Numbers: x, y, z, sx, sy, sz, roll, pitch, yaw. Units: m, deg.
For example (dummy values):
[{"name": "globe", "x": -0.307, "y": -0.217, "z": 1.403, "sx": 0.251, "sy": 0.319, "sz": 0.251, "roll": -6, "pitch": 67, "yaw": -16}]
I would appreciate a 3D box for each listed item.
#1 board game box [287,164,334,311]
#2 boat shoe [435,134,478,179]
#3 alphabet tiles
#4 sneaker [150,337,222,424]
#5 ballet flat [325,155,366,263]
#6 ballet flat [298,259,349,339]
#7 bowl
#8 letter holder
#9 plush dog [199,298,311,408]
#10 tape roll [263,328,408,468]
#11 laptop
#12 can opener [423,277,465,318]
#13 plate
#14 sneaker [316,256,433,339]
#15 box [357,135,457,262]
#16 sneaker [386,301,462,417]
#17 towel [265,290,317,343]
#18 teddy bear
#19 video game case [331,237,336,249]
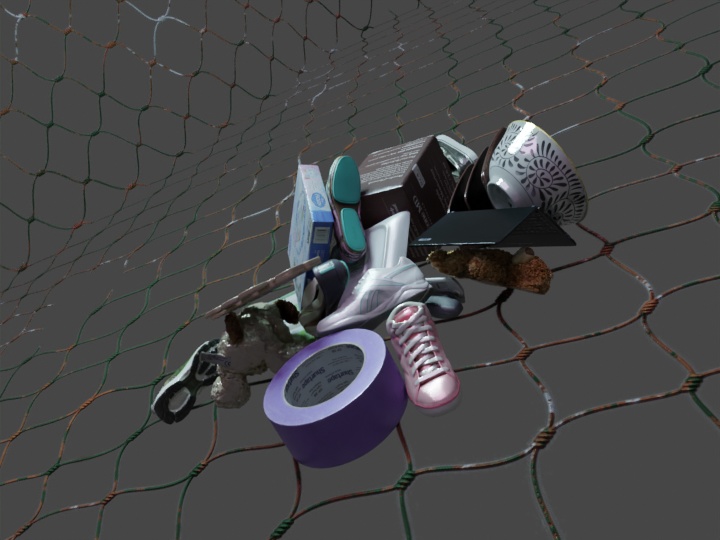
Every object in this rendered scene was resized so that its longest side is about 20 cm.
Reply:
[{"name": "board game box", "x": -0.095, "y": -0.059, "z": 1.347, "sx": 0.043, "sy": 0.202, "sz": 0.200, "roll": 1, "pitch": 36, "yaw": -15}, {"name": "boat shoe", "x": 0.196, "y": -0.256, "z": 1.651, "sx": 0.063, "sy": 0.071, "sz": 0.200, "roll": -31, "pitch": 27, "yaw": -9}, {"name": "alphabet tiles", "x": -0.156, "y": 0.031, "z": 1.189, "sx": 0.199, "sy": 0.015, "sz": 0.195, "roll": -28, "pitch": -1, "yaw": 32}, {"name": "sneaker", "x": -0.316, "y": 0.196, "z": 1.336, "sx": 0.088, "sy": 0.077, "sz": 0.200, "roll": -12, "pitch": 27, "yaw": 49}, {"name": "ballet flat", "x": -0.032, "y": -0.106, "z": 1.307, "sx": 0.068, "sy": 0.203, "sz": 0.071, "roll": 4, "pitch": -25, "yaw": -29}, {"name": "ballet flat", "x": -0.069, "y": 0.060, "z": 1.200, "sx": 0.072, "sy": 0.201, "sz": 0.074, "roll": 7, "pitch": 47, "yaw": -8}, {"name": "bowl", "x": 0.272, "y": -0.136, "z": 1.201, "sx": 0.094, "sy": 0.202, "sz": 0.201, "roll": -36, "pitch": 26, "yaw": -9}, {"name": "letter holder", "x": 0.228, "y": -0.159, "z": 1.351, "sx": 0.099, "sy": 0.143, "sz": 0.201, "roll": -11, "pitch": 30, "yaw": 31}, {"name": "plush dog", "x": -0.186, "y": 0.117, "z": 1.249, "sx": 0.198, "sy": 0.162, "sz": 0.172, "roll": -27, "pitch": 19, "yaw": 5}, {"name": "tape roll", "x": -0.035, "y": 0.181, "z": 1.054, "sx": 0.198, "sy": 0.086, "sz": 0.201, "roll": -23, "pitch": 26, "yaw": 12}, {"name": "laptop", "x": 0.213, "y": -0.042, "z": 1.158, "sx": 0.176, "sy": 0.199, "sz": 0.105, "roll": 1, "pitch": 66, "yaw": 46}, {"name": "can opener", "x": 0.091, "y": 0.040, "z": 1.224, "sx": 0.198, "sy": 0.053, "sz": 0.067, "roll": 1, "pitch": 38, "yaw": 47}, {"name": "plate", "x": 0.000, "y": 0.000, "z": 1.295, "sx": 0.198, "sy": 0.032, "sz": 0.202, "roll": -25, "pitch": 45, "yaw": 39}, {"name": "sneaker", "x": 0.014, "y": 0.048, "z": 1.164, "sx": 0.198, "sy": 0.071, "sz": 0.081, "roll": -26, "pitch": 67, "yaw": -9}, {"name": "box", "x": 0.078, "y": -0.131, "z": 1.424, "sx": 0.162, "sy": 0.167, "sz": 0.201, "roll": -10, "pitch": 31, "yaw": 33}, {"name": "sneaker", "x": 0.083, "y": 0.116, "z": 1.033, "sx": 0.074, "sy": 0.106, "sz": 0.201, "roll": -24, "pitch": 26, "yaw": 4}, {"name": "towel", "x": -0.138, "y": 0.106, "z": 1.375, "sx": 0.148, "sy": 0.031, "sz": 0.201, "roll": -25, "pitch": 28, "yaw": 13}, {"name": "teddy bear", "x": 0.201, "y": -0.012, "z": 1.137, "sx": 0.199, "sy": 0.144, "sz": 0.068, "roll": 11, "pitch": 89, "yaw": 52}, {"name": "video game case", "x": -0.049, "y": -0.083, "z": 1.495, "sx": 0.022, "sy": 0.184, "sz": 0.201, "roll": 26, "pitch": 43, "yaw": 5}]
